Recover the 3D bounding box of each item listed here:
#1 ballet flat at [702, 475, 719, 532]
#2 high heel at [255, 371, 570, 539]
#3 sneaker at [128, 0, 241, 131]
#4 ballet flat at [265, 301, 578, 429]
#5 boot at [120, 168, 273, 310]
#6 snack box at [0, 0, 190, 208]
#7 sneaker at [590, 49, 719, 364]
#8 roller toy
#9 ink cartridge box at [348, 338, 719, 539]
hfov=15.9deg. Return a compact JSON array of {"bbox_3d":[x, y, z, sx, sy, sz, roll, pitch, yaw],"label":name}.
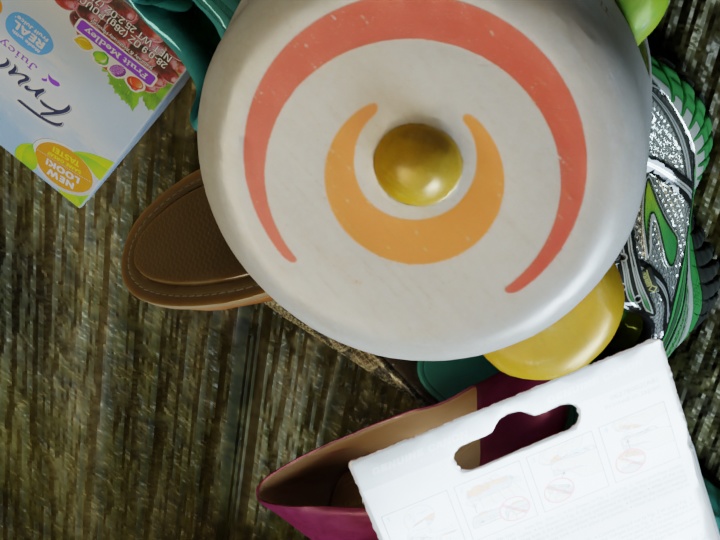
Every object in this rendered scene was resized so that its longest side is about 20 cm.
[{"bbox_3d":[0.192,0.168,1.373,0.070,0.067,0.200,-3,134,9],"label":"ballet flat"},{"bbox_3d":[0.026,0.092,1.279,0.096,0.068,0.200,12,146,-22],"label":"high heel"},{"bbox_3d":[-0.079,-0.154,1.170,0.200,0.080,0.077,65,152,5],"label":"sneaker"},{"bbox_3d":[0.025,0.034,1.348,0.200,0.068,0.075,31,165,-7],"label":"ballet flat"},{"bbox_3d":[0.000,0.000,1.249,0.200,0.074,0.155,-11,156,23],"label":"boot"},{"bbox_3d":[-0.175,-0.147,1.303,0.200,0.068,0.169,41,144,-5],"label":"snack box"},{"bbox_3d":[0.118,-0.024,1.185,0.078,0.085,0.200,10,136,31],"label":"sneaker"},{"bbox_3d":[0.028,-0.061,1.063,0.182,0.140,0.200,8,113,4],"label":"roller toy"},{"bbox_3d":[0.089,0.126,1.247,0.050,0.161,0.200,-116,4,-57],"label":"ink cartridge box"}]
